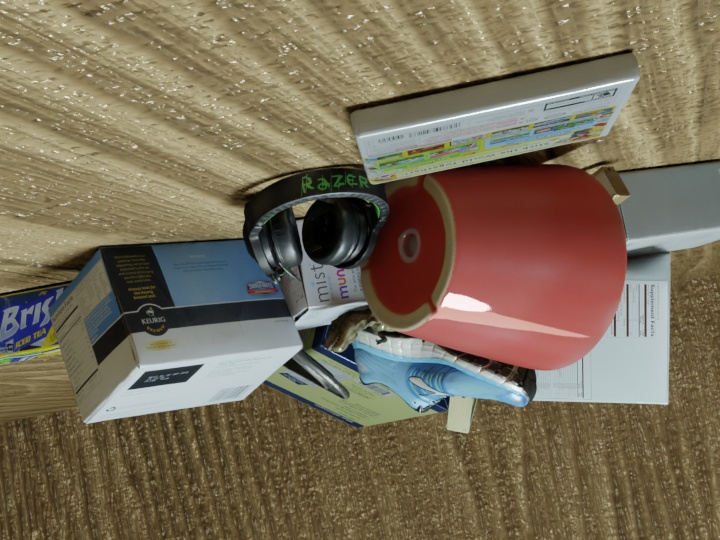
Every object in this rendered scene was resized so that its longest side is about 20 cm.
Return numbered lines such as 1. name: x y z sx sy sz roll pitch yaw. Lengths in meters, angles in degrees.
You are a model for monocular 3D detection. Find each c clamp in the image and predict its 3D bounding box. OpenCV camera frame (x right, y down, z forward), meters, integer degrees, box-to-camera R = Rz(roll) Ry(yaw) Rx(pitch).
1. c clamp: -0.100 0.081 1.434 0.200 0.027 0.171 23 160 50

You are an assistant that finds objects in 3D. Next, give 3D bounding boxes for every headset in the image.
1. headset: -0.052 -0.045 1.149 0.123 0.094 0.200 -4 155 -22

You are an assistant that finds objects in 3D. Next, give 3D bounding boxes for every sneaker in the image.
1. sneaker: 0.085 0.104 1.325 0.199 0.090 0.078 15 -153 22

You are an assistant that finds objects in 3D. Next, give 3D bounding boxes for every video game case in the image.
1. video game case: 0.097 -0.109 0.967 0.199 0.023 0.182 -12 173 2

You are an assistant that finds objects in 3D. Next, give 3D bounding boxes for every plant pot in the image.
1. plant pot: 0.109 -0.011 1.170 0.177 0.201 0.200 7 164 -35

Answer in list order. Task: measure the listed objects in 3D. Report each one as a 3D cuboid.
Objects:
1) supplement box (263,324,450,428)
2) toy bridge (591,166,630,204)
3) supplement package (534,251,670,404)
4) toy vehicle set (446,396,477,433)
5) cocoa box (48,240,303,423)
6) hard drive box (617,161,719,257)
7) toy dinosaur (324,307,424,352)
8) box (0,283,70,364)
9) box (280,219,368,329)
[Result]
1. supplement box: -0.008 0.089 1.608 0.200 0.135 0.200 29 153 -26
2. toy bridge: 0.192 -0.050 1.357 0.027 0.067 0.200 -5 153 -43
3. supplement package: 0.264 0.062 1.531 0.199 0.148 0.191 0 -169 15
4. toy vehicle set: 0.138 0.084 1.547 0.026 0.125 0.200 10 -147 10
5. cocoa box: -0.187 0.057 1.306 0.199 0.132 0.133 -5 153 -42
6. hard drive box: 0.335 -0.064 1.460 0.199 0.077 0.156 -8 173 -23
7. toy dinosaur: 0.062 0.049 1.282 0.199 0.048 0.088 -10 -157 -36
8. box: -0.318 0.052 1.416 0.199 0.070 0.064 -10 171 -4
9. box: 0.000 0.000 1.380 0.176 0.097 0.200 -9 173 -13
